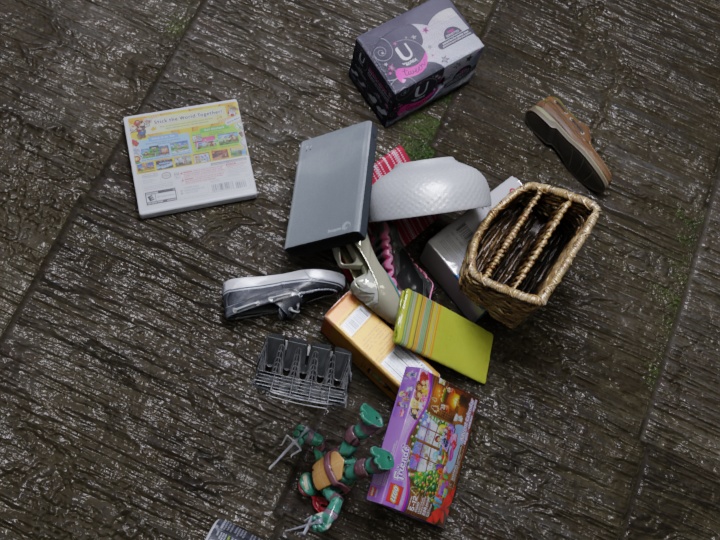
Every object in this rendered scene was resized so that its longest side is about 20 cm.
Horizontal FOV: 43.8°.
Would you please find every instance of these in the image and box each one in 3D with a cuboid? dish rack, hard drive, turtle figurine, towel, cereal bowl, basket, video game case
[{"bbox_3d":[-0.084,0.157,1.313,0.150,0.200,0.056,11,108,-2],"label":"dish rack"},{"bbox_3d":[-0.044,-0.126,1.392,0.137,0.033,0.204,-12,57,30],"label":"hard drive"},{"bbox_3d":[-0.045,0.286,1.294,0.199,0.100,0.152,-37,70,24],"label":"turtle figurine"},{"bbox_3d":[0.027,-0.091,1.477,0.199,0.022,0.146,-39,109,-19],"label":"towel"},{"bbox_3d":[0.102,-0.128,1.391,0.196,0.200,0.085,-9,94,-11],"label":"cereal bowl"},{"bbox_3d":[0.247,-0.040,1.362,0.142,0.149,0.201,36,71,4],"label":"basket"},{"bbox_3d":[-0.287,-0.190,1.507,0.196,0.023,0.186,-11,71,-11],"label":"video game case"},{"bbox_3d":[0.131,0.105,1.400,0.198,0.018,0.088,27,68,-32],"label":"towel"}]

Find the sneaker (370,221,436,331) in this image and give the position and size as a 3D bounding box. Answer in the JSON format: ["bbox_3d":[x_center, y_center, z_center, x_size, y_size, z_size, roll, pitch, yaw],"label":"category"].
[{"bbox_3d":[0.074,0.016,1.442,0.094,0.079,0.205,-13,89,-23],"label":"sneaker"}]

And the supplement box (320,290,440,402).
[{"bbox_3d":[0.029,0.129,1.403,0.200,0.067,0.069,45,67,9],"label":"supplement box"}]

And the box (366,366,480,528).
[{"bbox_3d":[0.096,0.262,1.325,0.136,0.039,0.204,28,72,-33],"label":"box"}]

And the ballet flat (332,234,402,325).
[{"bbox_3d":[0.000,0.000,1.392,0.068,0.070,0.203,-22,75,-15],"label":"ballet flat"}]

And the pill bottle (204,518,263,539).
[{"bbox_3d":[-0.134,0.436,1.240,0.197,0.107,0.108,26,68,3],"label":"pill bottle"}]

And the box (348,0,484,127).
[{"bbox_3d":[0.098,-0.370,1.577,0.198,0.115,0.133,-31,75,-17],"label":"box"}]

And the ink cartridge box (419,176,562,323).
[{"bbox_3d":[0.220,-0.035,1.480,0.199,0.084,0.145,-36,79,-18],"label":"ink cartridge box"}]

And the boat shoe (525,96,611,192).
[{"bbox_3d":[0.382,-0.230,1.584,0.068,0.072,0.201,-35,77,-17],"label":"boat shoe"}]

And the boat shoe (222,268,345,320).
[{"bbox_3d":[-0.119,0.044,1.412,0.195,0.072,0.069,-5,67,-7],"label":"boat shoe"}]
